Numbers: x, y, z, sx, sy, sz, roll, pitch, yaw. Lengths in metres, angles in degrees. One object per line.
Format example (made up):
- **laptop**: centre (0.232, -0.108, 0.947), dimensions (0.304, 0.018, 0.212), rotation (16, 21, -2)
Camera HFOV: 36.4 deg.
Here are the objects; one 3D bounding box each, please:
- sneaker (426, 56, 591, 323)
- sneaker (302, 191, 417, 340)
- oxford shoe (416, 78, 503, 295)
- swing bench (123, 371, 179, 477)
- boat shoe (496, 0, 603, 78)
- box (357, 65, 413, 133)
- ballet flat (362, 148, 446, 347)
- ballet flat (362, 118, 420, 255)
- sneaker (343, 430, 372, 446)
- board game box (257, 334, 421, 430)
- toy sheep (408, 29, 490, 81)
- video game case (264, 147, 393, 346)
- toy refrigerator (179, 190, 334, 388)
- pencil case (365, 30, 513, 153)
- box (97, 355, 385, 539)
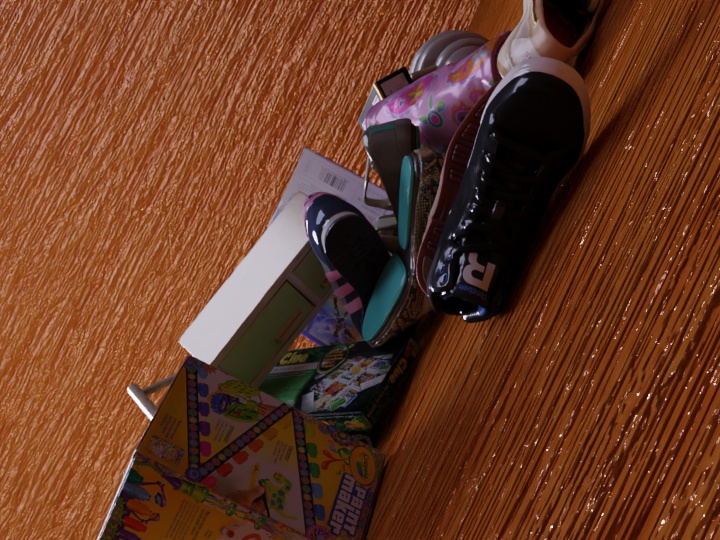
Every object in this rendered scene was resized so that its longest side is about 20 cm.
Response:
- **sneaker**: centre (0.096, -0.035, 0.728), dimensions (0.201, 0.072, 0.113), rotation (107, -177, -54)
- **sneaker**: centre (0.000, 0.000, 1.090), dimensions (0.070, 0.082, 0.201), rotation (-32, -47, -10)
- **oxford shoe**: centre (0.096, -0.071, 0.945), dimensions (0.202, 0.070, 0.075), rotation (-64, 0, -1)
- **swing bench**: centre (-0.156, 0.223, 1.200), dimensions (0.128, 0.201, 0.200), rotation (-25, 25, -1)
- **boat shoe**: centre (0.178, -0.230, 0.940), dimensions (0.069, 0.073, 0.202), rotation (-41, 21, 50)
- **box**: centre (0.061, -0.144, 1.333), dimensions (0.049, 0.161, 0.200), rotation (-30, -1, -7)
- **ballet flat**: centre (0.058, -0.014, 1.011), dimensions (0.068, 0.074, 0.203), rotation (-113, 33, -61)
- **ballet flat**: centre (0.037, -0.060, 1.070), dimensions (0.068, 0.063, 0.202), rotation (-90, -9, -50)
- **sneaker**: centre (-0.013, 0.168, 1.068), dimensions (0.088, 0.077, 0.201), rotation (-19, 32, 38)
- **board game box**: centre (-0.036, 0.114, 1.074), dimensions (0.199, 0.024, 0.105), rotation (-11, 38, 48)
- **toy sheep**: centre (0.118, -0.230, 1.346), dimensions (0.139, 0.137, 0.200), rotation (-63, 16, 4)
- **video game case**: centre (-0.017, -0.009, 1.204), dimensions (0.183, 0.199, 0.045), rotation (-62, -26, 5)
- **toy refrigerator**: centre (-0.088, 0.026, 1.132), dimensions (0.201, 0.076, 0.070), rotation (-51, 46, -5)
- **pencil case**: centre (0.091, -0.155, 1.047), dimensions (0.199, 0.087, 0.088), rotation (-21, 37, 51)
- **box**: centre (-0.111, 0.216, 0.928), dimensions (0.201, 0.191, 0.123), rotation (-60, 4, 35)
